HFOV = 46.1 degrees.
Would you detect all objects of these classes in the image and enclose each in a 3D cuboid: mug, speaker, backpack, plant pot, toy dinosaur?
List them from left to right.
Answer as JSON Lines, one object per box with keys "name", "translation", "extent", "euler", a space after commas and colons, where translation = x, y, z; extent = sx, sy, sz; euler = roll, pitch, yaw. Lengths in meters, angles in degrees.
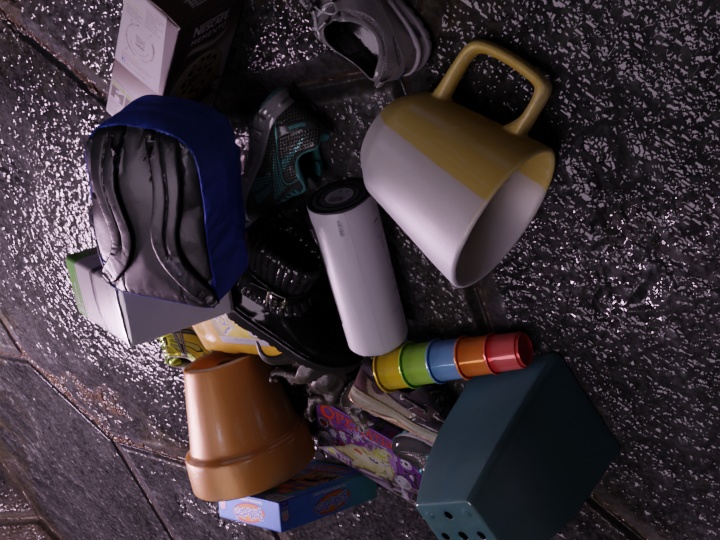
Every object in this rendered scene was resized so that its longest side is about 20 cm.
{"name": "backpack", "translation": [-0.208, -0.090, 0.928], "extent": [0.159, 0.169, 0.203], "euler": [6, 125, 14]}
{"name": "plant pot", "translation": [-0.187, 0.219, 1.296], "extent": [0.198, 0.199, 0.187], "euler": [-5, 104, 46]}
{"name": "toy dinosaur", "translation": [-0.059, 0.143, 1.170], "extent": [0.102, 0.077, 0.200], "euler": [-34, 108, 25]}
{"name": "speaker", "translation": [0.000, 0.000, 0.999], "extent": [0.080, 0.081, 0.203], "euler": [11, 130, 37]}
{"name": "mug", "translation": [0.092, -0.104, 0.804], "extent": [0.153, 0.187, 0.150], "euler": [39, 175, 24]}
{"name": "plant pot", "translation": [0.160, 0.220, 0.938], "extent": [0.142, 0.200, 0.140], "euler": [54, 142, -10]}

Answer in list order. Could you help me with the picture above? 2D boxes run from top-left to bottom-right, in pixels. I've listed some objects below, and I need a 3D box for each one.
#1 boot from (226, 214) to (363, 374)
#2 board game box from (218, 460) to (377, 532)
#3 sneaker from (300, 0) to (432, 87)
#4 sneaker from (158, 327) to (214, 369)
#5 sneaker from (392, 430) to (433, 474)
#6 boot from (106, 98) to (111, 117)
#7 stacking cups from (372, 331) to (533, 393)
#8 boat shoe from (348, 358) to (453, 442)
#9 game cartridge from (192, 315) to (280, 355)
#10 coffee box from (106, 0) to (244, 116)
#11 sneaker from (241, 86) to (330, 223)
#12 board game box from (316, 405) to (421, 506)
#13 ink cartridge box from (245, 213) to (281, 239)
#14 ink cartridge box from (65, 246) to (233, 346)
{"name": "boot", "translation": [-0.065, 0.035, 1.059], "extent": [0.208, 0.080, 0.159], "euler": [25, 132, -10]}
{"name": "board game box", "translation": [-0.094, 0.341, 1.294], "extent": [0.150, 0.198, 0.046], "euler": [-5, 91, 46]}
{"name": "sneaker", "translation": [-0.022, -0.256, 0.794], "extent": [0.200, 0.082, 0.075], "euler": [43, 142, 6]}
{"name": "sneaker", "translation": [-0.302, 0.108, 1.386], "extent": [0.199, 0.076, 0.076], "euler": [38, 143, 14]}
{"name": "sneaker", "translation": [0.115, 0.278, 1.096], "extent": [0.197, 0.092, 0.078], "euler": [22, 159, 32]}
{"name": "boot", "translation": [-0.265, -0.130, 1.140], "extent": [0.198, 0.076, 0.171], "euler": [32, 137, 30]}
{"name": "stacking cups", "translation": [0.107, 0.109, 0.992], "extent": [0.197, 0.061, 0.061], "euler": [-10, 116, 40]}
{"name": "boat shoe", "translation": [0.079, 0.169, 1.082], "extent": [0.197, 0.072, 0.066], "euler": [19, 100, 24]}
{"name": "game cartridge", "translation": [-0.197, 0.046, 1.215], "extent": [0.197, 0.032, 0.178], "euler": [-2, 124, 42]}
{"name": "coffee box", "translation": [-0.212, -0.247, 0.961], "extent": [0.080, 0.113, 0.201], "euler": [41, 143, 6]}
{"name": "sneaker", "translation": [-0.088, -0.112, 0.995], "extent": [0.090, 0.078, 0.202], "euler": [32, 142, 10]}
{"name": "board game box", "translation": [0.020, 0.264, 1.254], "extent": [0.197, 0.032, 0.122], "euler": [25, 133, 27]}
{"name": "ink cartridge box", "translation": [-0.151, -0.014, 1.171], "extent": [0.198, 0.037, 0.096], "euler": [-21, 108, 48]}
{"name": "ink cartridge box", "translation": [-0.273, 0.016, 1.087], "extent": [0.199, 0.144, 0.086], "euler": [18, 121, 53]}
